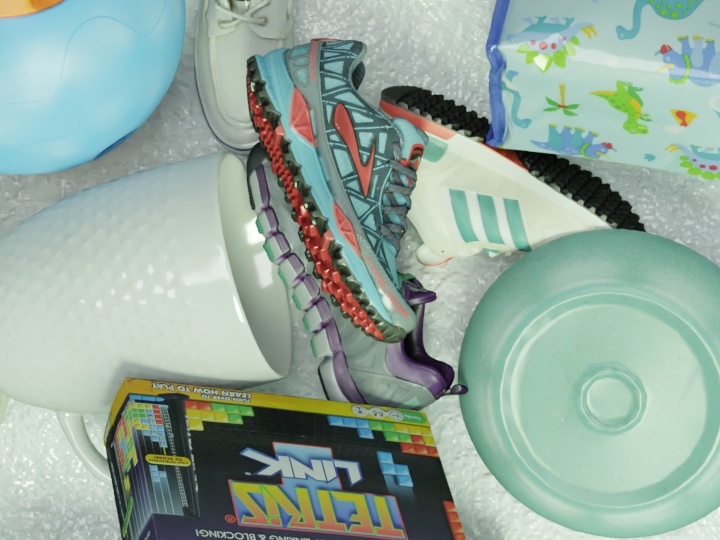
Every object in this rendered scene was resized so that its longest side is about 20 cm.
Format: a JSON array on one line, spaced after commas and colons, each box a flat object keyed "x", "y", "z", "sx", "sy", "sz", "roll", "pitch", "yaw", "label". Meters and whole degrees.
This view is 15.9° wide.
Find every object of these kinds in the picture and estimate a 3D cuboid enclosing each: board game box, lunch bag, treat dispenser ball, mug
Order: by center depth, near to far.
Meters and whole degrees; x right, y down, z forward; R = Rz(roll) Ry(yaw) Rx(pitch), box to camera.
[{"x": -0.042, "y": 0.146, "z": 1.522, "sx": 0.200, "sy": 0.165, "sz": 0.057, "roll": 7, "pitch": 126, "yaw": -21, "label": "board game box"}, {"x": 0.176, "y": -0.164, "z": 1.599, "sx": 0.170, "sy": 0.127, "sz": 0.200, "roll": 9, "pitch": 56, "yaw": 9, "label": "lunch bag"}, {"x": -0.210, "y": -0.160, "z": 1.612, "sx": 0.201, "sy": 0.201, "sz": 0.201, "roll": -1, "pitch": 84, "yaw": 8, "label": "treat dispenser ball"}, {"x": -0.141, "y": 0.042, "z": 1.613, "sx": 0.175, "sy": 0.148, "sz": 0.200, "roll": -14, "pitch": 92, "yaw": 11, "label": "mug"}]

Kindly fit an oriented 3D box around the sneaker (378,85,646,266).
[{"x": 0.085, "y": -0.035, "z": 1.634, "sx": 0.200, "sy": 0.070, "sz": 0.093, "roll": 29, "pitch": 110, "yaw": 6, "label": "sneaker"}]

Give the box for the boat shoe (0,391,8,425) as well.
[{"x": -0.278, "y": 0.023, "z": 1.646, "sx": 0.060, "sy": 0.072, "sz": 0.202, "roll": 15, "pitch": 127, "yaw": 41, "label": "boat shoe"}]

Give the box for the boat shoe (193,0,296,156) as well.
[{"x": -0.073, "y": -0.175, "z": 1.660, "sx": 0.071, "sy": 0.070, "sz": 0.200, "roll": 4, "pitch": 85, "yaw": 8, "label": "boat shoe"}]

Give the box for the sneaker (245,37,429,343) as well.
[{"x": 0.003, "y": -0.055, "z": 1.567, "sx": 0.095, "sy": 0.079, "sz": 0.200, "roll": -20, "pitch": 78, "yaw": -9, "label": "sneaker"}]

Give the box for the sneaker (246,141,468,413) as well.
[{"x": 0.000, "y": 0.000, "z": 1.625, "sx": 0.088, "sy": 0.074, "sz": 0.200, "roll": -23, "pitch": 90, "yaw": 20, "label": "sneaker"}]

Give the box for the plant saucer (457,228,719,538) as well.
[{"x": 0.156, "y": 0.075, "z": 1.587, "sx": 0.200, "sy": 0.036, "sz": 0.200, "roll": 3, "pitch": 103, "yaw": 11, "label": "plant saucer"}]
